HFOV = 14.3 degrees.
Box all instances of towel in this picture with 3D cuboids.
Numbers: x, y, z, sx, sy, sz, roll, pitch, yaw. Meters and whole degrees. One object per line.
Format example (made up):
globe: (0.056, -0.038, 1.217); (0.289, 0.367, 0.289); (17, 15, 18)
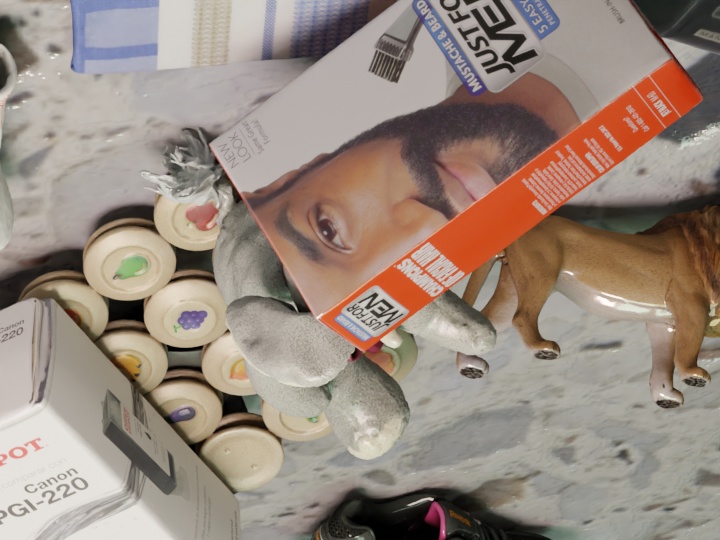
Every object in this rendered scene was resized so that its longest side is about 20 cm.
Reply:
towel: (-0.037, -0.145, 1.322); (0.199, 0.024, 0.147); (-7, 149, -7)

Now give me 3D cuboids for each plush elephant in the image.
plush elephant: (0.000, 0.000, 1.431); (0.200, 0.155, 0.165); (31, 87, -29)

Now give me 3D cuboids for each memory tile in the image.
memory tile: (-0.077, 0.036, 1.550); (0.153, 0.017, 0.200); (-35, 128, 19)

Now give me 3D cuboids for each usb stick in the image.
usb stick: (0.189, -0.129, 1.416); (0.199, 0.033, 0.055); (13, 135, -34)

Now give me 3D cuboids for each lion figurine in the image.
lion figurine: (0.138, 0.005, 1.572); (0.199, 0.123, 0.073); (12, 155, -9)

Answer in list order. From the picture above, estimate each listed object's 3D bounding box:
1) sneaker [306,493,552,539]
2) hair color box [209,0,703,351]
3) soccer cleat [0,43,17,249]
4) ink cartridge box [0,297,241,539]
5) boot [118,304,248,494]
sneaker: (0.056, 0.188, 1.863); (0.199, 0.081, 0.087); (1, 137, -30)
hair color box: (0.043, -0.069, 1.321); (0.200, 0.111, 0.064); (-37, 154, 8)
soccer cleat: (-0.193, -0.071, 1.355); (0.085, 0.069, 0.200); (-13, 145, 12)
ink cartridge box: (-0.175, 0.123, 1.552); (0.145, 0.085, 0.200); (-23, 130, 19)
boot: (-0.162, 0.076, 1.622); (0.199, 0.078, 0.139); (-12, 140, -8)
